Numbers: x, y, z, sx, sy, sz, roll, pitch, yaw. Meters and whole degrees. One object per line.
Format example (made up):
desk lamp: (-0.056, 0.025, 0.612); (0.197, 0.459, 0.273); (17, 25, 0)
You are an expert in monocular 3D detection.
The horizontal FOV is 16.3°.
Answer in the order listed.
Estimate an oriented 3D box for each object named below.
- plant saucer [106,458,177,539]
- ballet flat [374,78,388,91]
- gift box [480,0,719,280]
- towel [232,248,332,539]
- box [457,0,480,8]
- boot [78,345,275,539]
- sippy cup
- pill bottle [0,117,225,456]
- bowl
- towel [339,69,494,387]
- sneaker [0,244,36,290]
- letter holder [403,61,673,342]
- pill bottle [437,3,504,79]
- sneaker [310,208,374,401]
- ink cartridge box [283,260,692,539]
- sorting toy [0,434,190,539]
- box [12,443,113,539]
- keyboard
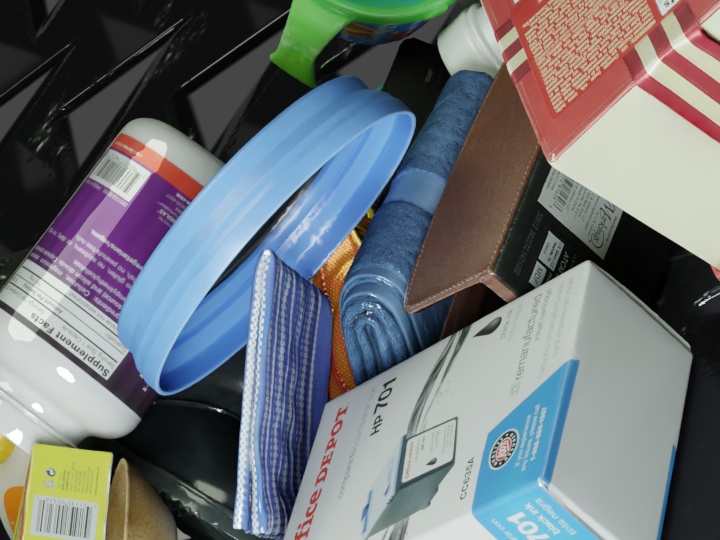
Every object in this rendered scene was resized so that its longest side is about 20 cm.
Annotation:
plant saucer: (-0.130, 0.207, 1.407); (0.200, 0.035, 0.202); (-172, 90, -81)
ballet flat: (-0.003, -0.043, 1.620); (0.200, 0.068, 0.072); (-44, 44, 13)
gift box: (0.187, -0.127, 1.234); (0.184, 0.186, 0.201); (-39, 40, 27)
towel: (-0.037, 0.072, 1.340); (0.200, 0.024, 0.146); (45, -132, -80)
box: (0.136, -0.289, 1.676); (0.184, 0.105, 0.201); (-29, 30, 39)
boot: (-0.070, 0.076, 1.503); (0.168, 0.076, 0.200); (-51, 39, -12)
sippy cup: (0.010, -0.202, 1.559); (0.177, 0.140, 0.130); (-21, -9, -8)
pill bottle: (-0.145, 0.018, 1.472); (0.200, 0.112, 0.112); (-54, 24, -7)
bowl: (-0.051, -0.021, 1.334); (0.201, 0.039, 0.201); (-46, -10, -10)
towel: (0.040, -0.013, 1.416); (0.048, 0.112, 0.200); (5, 45, 25)
sneaker: (-0.164, 0.033, 1.588); (0.199, 0.115, 0.076); (-24, 30, -32)
letter holder: (0.091, -0.027, 1.374); (0.142, 0.100, 0.201); (-24, 34, 49)
pill bottle: (0.144, -0.170, 1.476); (0.200, 0.111, 0.111); (-40, 25, 22)
sneaker: (0.000, 0.000, 1.487); (0.077, 0.073, 0.201); (-31, 59, 38)
ink cartridge box: (0.058, 0.106, 1.250); (0.200, 0.086, 0.147); (-29, 31, 38)
sorting toy: (-0.135, 0.100, 1.623); (0.179, 0.107, 0.201); (12, 63, 43)
box: (-0.182, 0.184, 1.472); (0.200, 0.050, 0.076); (112, 163, -54)
keyboard: (0.025, -0.039, 1.559); (0.104, 0.039, 0.201); (31, 101, 58)
